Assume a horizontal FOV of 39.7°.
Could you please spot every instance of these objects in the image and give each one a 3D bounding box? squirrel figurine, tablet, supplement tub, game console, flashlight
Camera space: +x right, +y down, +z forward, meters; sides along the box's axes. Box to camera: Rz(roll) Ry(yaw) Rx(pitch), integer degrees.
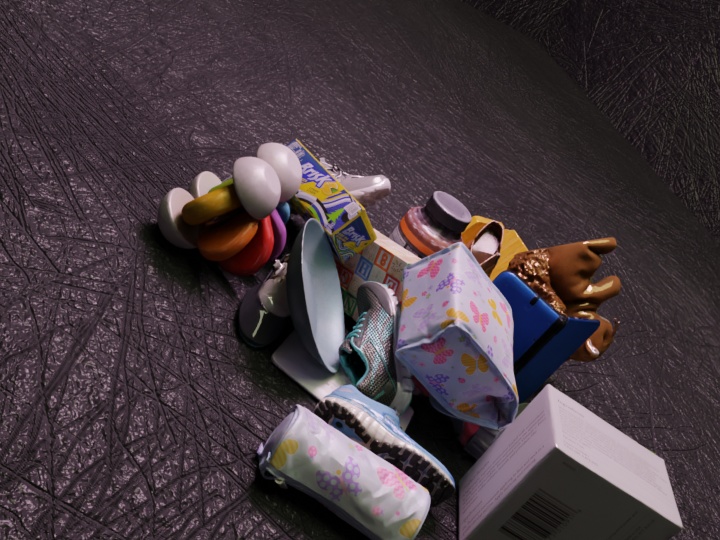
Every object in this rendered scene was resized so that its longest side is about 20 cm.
[{"bbox_3d":[0.321,0.056,1.590,0.197,0.141,0.190,-8,88,-29],"label":"squirrel figurine"},{"bbox_3d":[-0.020,0.152,1.323,0.199,0.014,0.130,40,26,1],"label":"tablet"},{"bbox_3d":[0.087,-0.021,1.519,0.106,0.201,0.107,28,26,-15],"label":"supplement tub"},{"bbox_3d":[0.230,0.105,1.500,0.170,0.201,0.118,42,27,4],"label":"game console"},{"bbox_3d":[0.108,0.177,1.395,0.199,0.068,0.068,37,62,8],"label":"flashlight"}]

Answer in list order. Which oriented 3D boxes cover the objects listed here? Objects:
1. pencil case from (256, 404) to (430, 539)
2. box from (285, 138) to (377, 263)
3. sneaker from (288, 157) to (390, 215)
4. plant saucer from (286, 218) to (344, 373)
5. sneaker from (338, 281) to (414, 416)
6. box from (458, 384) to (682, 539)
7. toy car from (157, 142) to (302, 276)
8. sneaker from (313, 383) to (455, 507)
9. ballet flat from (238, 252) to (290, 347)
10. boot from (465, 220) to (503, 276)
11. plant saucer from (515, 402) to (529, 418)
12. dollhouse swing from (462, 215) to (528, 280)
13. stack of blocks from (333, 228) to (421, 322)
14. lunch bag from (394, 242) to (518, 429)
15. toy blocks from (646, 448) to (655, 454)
[{"bbox_3d":[-0.018,0.235,1.114,0.198,0.083,0.091,33,32,-10],"label":"pencil case"},{"bbox_3d":[-0.059,-0.102,1.439,0.200,0.064,0.070,49,-10,40],"label":"box"},{"bbox_3d":[-0.050,-0.137,1.538,0.075,0.197,0.084,21,68,-69],"label":"sneaker"},{"bbox_3d":[-0.063,0.035,1.306,0.201,0.038,0.205,-8,90,-79],"label":"plant saucer"},{"bbox_3d":[0.011,0.096,1.330,0.090,0.078,0.202,10,49,-27],"label":"sneaker"},{"bbox_3d":[0.252,0.289,1.239,0.198,0.200,0.131,32,27,-11],"label":"box"},{"bbox_3d":[-0.161,-0.072,1.357,0.152,0.173,0.200,65,23,-11],"label":"toy car"},{"bbox_3d":[0.040,0.206,1.229,0.199,0.079,0.090,39,33,1],"label":"sneaker"},{"bbox_3d":[-0.110,0.029,1.341,0.073,0.073,0.200,36,26,-4],"label":"ballet flat"},{"bbox_3d":[0.157,0.029,1.519,0.073,0.155,0.202,21,63,-2],"label":"boot"},{"bbox_3d":[0.315,0.269,1.522,0.198,0.050,0.201,30,27,-17],"label":"plant saucer"},{"bbox_3d":[0.184,-0.007,1.680,0.176,0.181,0.201,40,17,-47],"label":"dollhouse swing"},{"bbox_3d":[0.000,0.000,1.472,0.058,0.117,0.199,6,22,-48],"label":"stack of blocks"},{"bbox_3d":[0.139,0.099,1.338,0.200,0.126,0.171,46,31,-30],"label":"lunch bag"},{"bbox_3d":[0.314,0.289,1.411,0.198,0.139,0.100,26,-16,-23],"label":"toy blocks"}]
